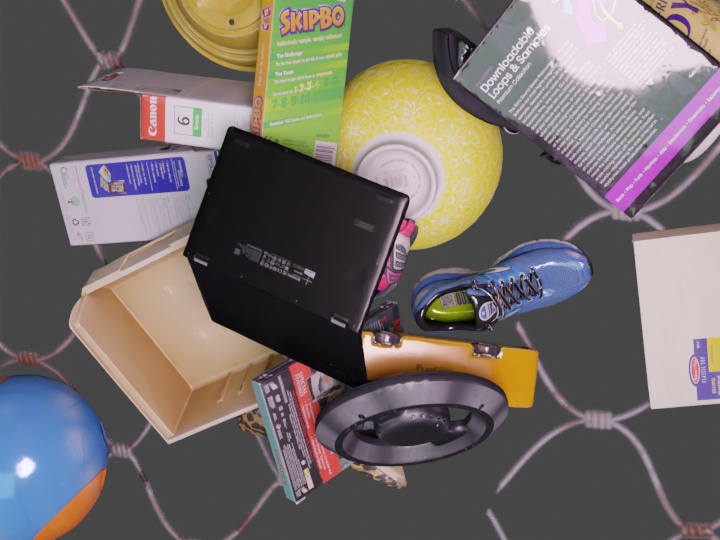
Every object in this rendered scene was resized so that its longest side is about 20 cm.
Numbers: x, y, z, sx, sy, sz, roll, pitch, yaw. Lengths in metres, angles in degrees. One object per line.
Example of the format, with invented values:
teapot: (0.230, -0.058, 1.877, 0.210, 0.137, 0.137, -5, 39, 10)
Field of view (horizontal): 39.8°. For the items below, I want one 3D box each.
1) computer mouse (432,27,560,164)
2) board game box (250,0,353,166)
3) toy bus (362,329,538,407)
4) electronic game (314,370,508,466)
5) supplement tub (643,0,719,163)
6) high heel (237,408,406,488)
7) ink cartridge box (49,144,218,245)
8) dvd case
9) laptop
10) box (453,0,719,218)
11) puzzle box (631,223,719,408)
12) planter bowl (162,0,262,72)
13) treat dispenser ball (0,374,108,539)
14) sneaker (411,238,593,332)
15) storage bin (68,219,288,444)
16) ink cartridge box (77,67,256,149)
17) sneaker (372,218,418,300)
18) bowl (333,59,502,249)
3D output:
computer mouse: (0.143, -0.146, 0.928, 0.200, 0.140, 0.046, 39, 91, -21)
board game box: (-0.056, -0.185, 0.950, 0.030, 0.095, 0.201, 16, 102, 47)
toy bus: (0.088, 0.103, 1.068, 0.199, 0.078, 0.065, 7, 92, -6)
electronic game: (0.052, 0.152, 1.015, 0.199, 0.042, 0.200, -6, 149, -4)
supplement tub: (0.241, -0.201, 0.905, 0.199, 0.146, 0.146, 26, 114, -1)
high heel: (-0.047, 0.202, 1.176, 0.142, 0.071, 0.200, -33, 105, 32)
ink cartridge box: (-0.237, -0.084, 1.102, 0.199, 0.039, 0.100, -2, 112, 13)
dvd case: (-0.019, 0.139, 1.081, 0.022, 0.200, 0.147, 10, 121, 50)
laptop: (-0.056, -0.005, 0.940, 0.187, 0.116, 0.201, 23, 97, 17)
box: (0.198, -0.159, 0.832, 0.200, 0.036, 0.143, 36, 114, -7)
puzzle box: (0.363, 0.050, 1.050, 0.132, 0.025, 0.201, -6, 111, 13)
planter bowl: (-0.119, -0.287, 0.973, 0.199, 0.084, 0.201, 4, 113, 9)
treat dispenser ball: (-0.399, 0.223, 1.170, 0.200, 0.201, 0.202, 4, 113, 9)
sneaker: (0.148, 0.029, 1.047, 0.199, 0.089, 0.079, -18, 109, 17)
storage bin: (-0.181, 0.062, 1.099, 0.199, 0.094, 0.199, -24, 116, 23)
ink cartridge box: (-0.174, -0.165, 1.018, 0.199, 0.109, 0.051, 8, 112, 8)
sneaker: (0.000, 0.000, 1.013, 0.080, 0.200, 0.075, 19, 72, -1)
bowl: (0.042, -0.103, 1.004, 0.199, 0.108, 0.201, 4, 113, 10)
